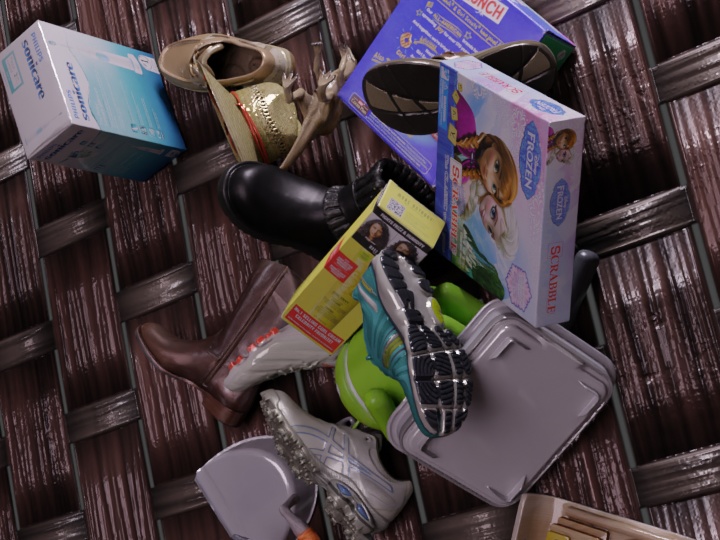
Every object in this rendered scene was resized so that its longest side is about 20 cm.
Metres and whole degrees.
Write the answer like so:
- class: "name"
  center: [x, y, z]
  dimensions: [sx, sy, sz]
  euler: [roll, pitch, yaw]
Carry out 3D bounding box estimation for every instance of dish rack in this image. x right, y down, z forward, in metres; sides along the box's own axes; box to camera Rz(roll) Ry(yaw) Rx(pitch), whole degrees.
- class: "dish rack"
  center: [0.142, 0.140, 1.423]
  dimensions: [0.200, 0.171, 0.044]
  euler: [-52, 20, 17]

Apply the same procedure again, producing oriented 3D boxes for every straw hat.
- class: "straw hat"
  center: [-0.113, -0.168, 1.654]
  dimensions: [0.085, 0.201, 0.202]
  euler: [-23, 69, -5]

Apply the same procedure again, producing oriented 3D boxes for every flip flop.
- class: "flip flop"
  center: [0.100, -0.191, 1.460]
  dimensions: [0.198, 0.058, 0.082]
  euler: [-12, 111, 16]

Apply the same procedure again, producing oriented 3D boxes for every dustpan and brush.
- class: "dustpan and brush"
  center: [-0.081, 0.228, 1.638]
  dimensions: [0.200, 0.057, 0.140]
  euler: [-43, 74, 30]

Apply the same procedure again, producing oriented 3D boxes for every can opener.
- class: "can opener"
  center: [0.179, 0.066, 1.466]
  dimensions: [0.052, 0.066, 0.201]
  euler: [28, 96, 29]

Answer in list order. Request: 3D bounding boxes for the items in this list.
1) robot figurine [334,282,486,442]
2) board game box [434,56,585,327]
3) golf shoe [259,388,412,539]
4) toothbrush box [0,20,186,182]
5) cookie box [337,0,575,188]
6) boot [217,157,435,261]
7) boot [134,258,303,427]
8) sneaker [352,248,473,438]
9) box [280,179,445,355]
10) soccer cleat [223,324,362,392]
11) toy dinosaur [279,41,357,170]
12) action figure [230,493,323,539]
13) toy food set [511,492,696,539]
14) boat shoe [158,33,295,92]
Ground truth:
- class: "robot figurine"
  center: [0.052, 0.093, 1.502]
  dimensions: [0.200, 0.115, 0.176]
  euler: [-40, 30, 43]
- class: "board game box"
  center: [0.135, -0.078, 1.370]
  dimensions: [0.199, 0.041, 0.202]
  euler: [40, 136, 55]
- class: "golf shoe"
  center: [-0.027, 0.196, 1.577]
  dimensions: [0.097, 0.078, 0.200]
  euler: [-36, 76, -20]
- class: "toothbrush box"
  center: [-0.323, -0.200, 1.752]
  dimensions: [0.085, 0.199, 0.147]
  euler: [-32, 69, 27]
- class: "cookie box"
  center: [0.099, -0.211, 1.538]
  dimensions: [0.171, 0.075, 0.201]
  euler: [46, 111, 27]
- class: "boot"
  center: [-0.029, -0.074, 1.523]
  dimensions: [0.157, 0.210, 0.080]
  euler: [-24, 49, 54]
- class: "boot"
  center: [-0.154, 0.051, 1.691]
  dimensions: [0.186, 0.064, 0.201]
  euler: [37, 109, 18]
- class: "sneaker"
  center: [0.047, 0.076, 1.389]
  dimensions: [0.080, 0.077, 0.201]
  euler: [-46, 49, 35]
- class: "box"
  center: [0.000, 0.000, 1.488]
  dimensions: [0.075, 0.050, 0.200]
  euler: [37, 131, -7]
- class: "soccer cleat"
  center: [-0.062, 0.086, 1.603]
  dimensions: [0.199, 0.069, 0.078]
  euler: [-35, 92, 10]
- class: "toy dinosaur"
  center: [-0.046, -0.180, 1.592]
  dimensions: [0.058, 0.101, 0.201]
  euler: [19, 65, 25]
- class: "action figure"
  center: [-0.070, 0.370, 1.551]
  dimensions: [0.200, 0.104, 0.194]
  euler: [-52, 52, 11]
- class: "toy food set"
  center: [0.230, 0.310, 1.404]
  dimensions: [0.199, 0.060, 0.145]
  euler: [13, 93, 34]
- class: "boat shoe"
  center: [-0.172, -0.253, 1.736]
  dimensions: [0.199, 0.064, 0.072]
  euler: [5, 88, 34]
